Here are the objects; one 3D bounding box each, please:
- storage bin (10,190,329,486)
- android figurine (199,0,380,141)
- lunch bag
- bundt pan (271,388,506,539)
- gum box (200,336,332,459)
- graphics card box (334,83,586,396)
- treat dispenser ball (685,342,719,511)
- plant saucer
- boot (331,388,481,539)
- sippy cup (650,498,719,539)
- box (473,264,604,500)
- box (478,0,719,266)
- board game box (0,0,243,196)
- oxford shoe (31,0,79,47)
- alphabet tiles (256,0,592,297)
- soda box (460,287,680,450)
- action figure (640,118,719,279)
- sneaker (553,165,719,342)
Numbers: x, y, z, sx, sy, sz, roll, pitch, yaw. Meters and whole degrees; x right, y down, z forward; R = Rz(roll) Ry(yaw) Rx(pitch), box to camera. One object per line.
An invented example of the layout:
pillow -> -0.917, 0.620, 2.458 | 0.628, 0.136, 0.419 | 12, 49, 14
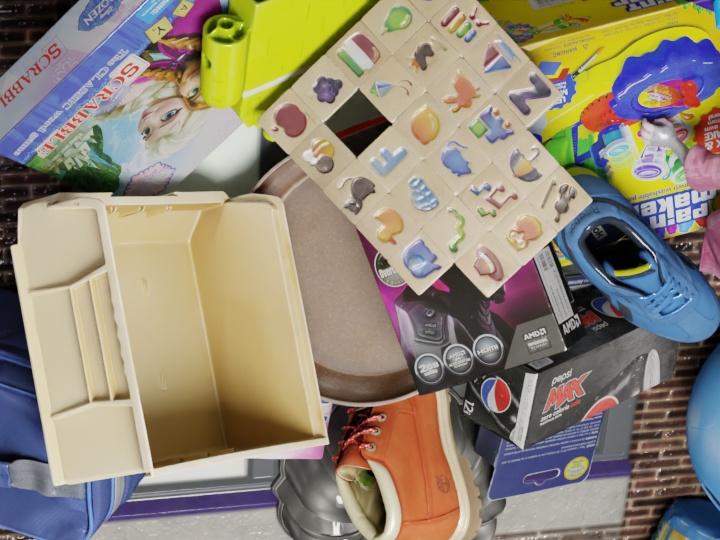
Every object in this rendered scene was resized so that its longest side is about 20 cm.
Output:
storage bin -> -0.132, 0.041, 1.438 | 0.094, 0.199, 0.200 | -13, 175, 34
android figurine -> -0.034, -0.167, 1.414 | 0.182, 0.041, 0.200 | -25, 150, -27
lunch bag -> -0.255, 0.107, 1.503 | 0.200, 0.132, 0.136 | 14, 119, 19
bundt pan -> 0.031, 0.194, 1.704 | 0.201, 0.076, 0.202 | -7, 122, -10
gum box -> -0.123, 0.083, 1.601 | 0.199, 0.066, 0.114 | 2, 120, -16
graphics card box -> 0.067, -0.023, 1.456 | 0.125, 0.051, 0.200 | -18, 95, 27
treat dispenser ball -> 0.368, 0.129, 1.680 | 0.200, 0.201, 0.201 | -7, 122, -11
plant saucer -> 0.000, 0.000, 1.528 | 0.200, 0.034, 0.201 | 2, 99, 12
boot -> 0.017, 0.120, 1.582 | 0.107, 0.200, 0.075 | -1, 153, -44
sippy cup -> 0.299, 0.276, 1.800 | 0.178, 0.139, 0.131 | -11, 119, -55
box -> 0.158, 0.087, 1.664 | 0.121, 0.032, 0.200 | -6, 117, -39
box -> 0.192, -0.129, 1.526 | 0.199, 0.122, 0.193 | -15, 124, -5
board game box -> -0.141, -0.137, 1.421 | 0.200, 0.041, 0.199 | -42, 155, 12
oxford shoe -> -0.181, -0.152, 1.444 | 0.075, 0.070, 0.200 | 31, 109, -31
alphabet tiles -> 0.056, -0.087, 1.405 | 0.167, 0.008, 0.200 | -43, 91, 7
soda box -> 0.166, 0.068, 1.569 | 0.200, 0.063, 0.071 | -20, 127, -44
action figure -> 0.283, -0.047, 1.448 | 0.134, 0.149, 0.200 | -16, 138, 3
sneaker -> 0.205, 0.006, 1.495 | 0.066, 0.078, 0.200 | -42, 125, 11
